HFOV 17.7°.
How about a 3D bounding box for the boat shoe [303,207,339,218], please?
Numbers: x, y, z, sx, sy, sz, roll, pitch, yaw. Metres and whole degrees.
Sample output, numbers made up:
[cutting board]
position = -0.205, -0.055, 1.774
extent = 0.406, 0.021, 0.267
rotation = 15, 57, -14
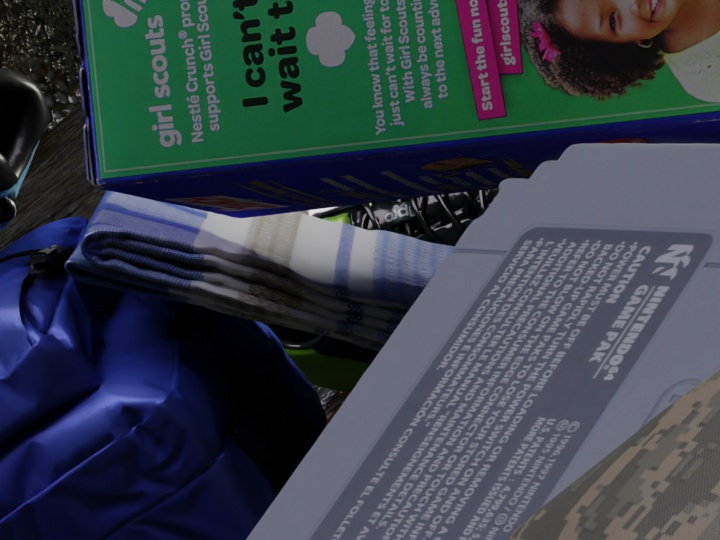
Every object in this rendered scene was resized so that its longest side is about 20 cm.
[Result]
[boat shoe]
position = 0.055, -0.058, 0.990
extent = 0.200, 0.067, 0.057
rotation = -17, 58, 8

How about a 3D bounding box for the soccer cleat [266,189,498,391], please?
[soccer cleat]
position = 0.024, -0.009, 0.943
extent = 0.200, 0.081, 0.068
rotation = -39, 46, 39

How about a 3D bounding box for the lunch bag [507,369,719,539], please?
[lunch bag]
position = 0.131, 0.047, 0.367
extent = 0.164, 0.118, 0.200
rotation = -39, 7, -11

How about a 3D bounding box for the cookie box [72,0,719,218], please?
[cookie box]
position = 0.031, -0.065, 0.724
extent = 0.200, 0.075, 0.171
rotation = -6, -3, 11

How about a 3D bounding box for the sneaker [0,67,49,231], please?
[sneaker]
position = -0.169, -0.021, 0.810
extent = 0.090, 0.078, 0.200
rotation = -30, 20, 28

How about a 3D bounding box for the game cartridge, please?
[game cartridge]
position = 0.040, 0.052, 0.536
extent = 0.133, 0.040, 0.200
rotation = 1, 49, 54

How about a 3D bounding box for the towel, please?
[towel]
position = 0.000, 0.000, 0.834
extent = 0.147, 0.200, 0.024
rotation = -86, 9, -77

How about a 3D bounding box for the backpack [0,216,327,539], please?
[backpack]
position = -0.097, 0.066, 0.865
extent = 0.162, 0.168, 0.200
rotation = -29, 13, 11

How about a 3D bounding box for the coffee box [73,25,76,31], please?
[coffee box]
position = -0.047, -0.074, 1.164
extent = 0.080, 0.200, 0.114
rotation = -37, 12, 8
